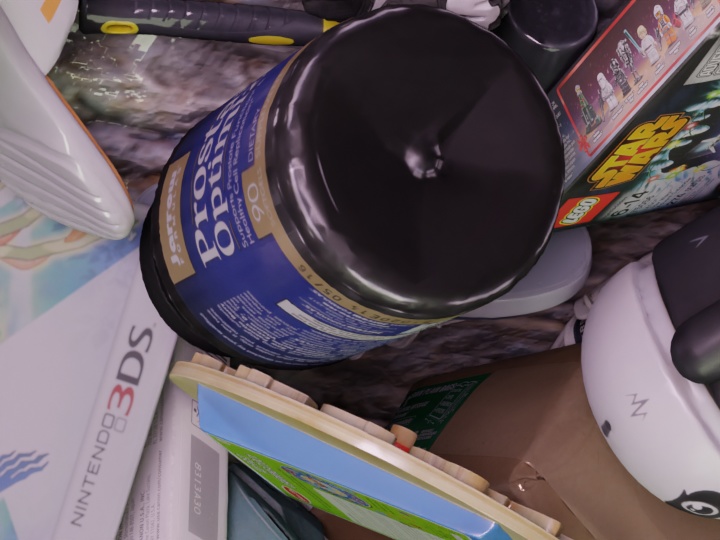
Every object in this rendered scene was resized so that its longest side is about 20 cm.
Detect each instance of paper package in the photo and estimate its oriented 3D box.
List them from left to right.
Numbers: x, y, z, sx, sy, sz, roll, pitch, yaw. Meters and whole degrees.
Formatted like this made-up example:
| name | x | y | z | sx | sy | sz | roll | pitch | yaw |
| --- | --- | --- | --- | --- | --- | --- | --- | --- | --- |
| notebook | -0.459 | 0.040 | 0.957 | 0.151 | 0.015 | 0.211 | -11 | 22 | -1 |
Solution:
| name | x | y | z | sx | sy | sz | roll | pitch | yaw |
| --- | --- | --- | --- | --- | --- | --- | --- | --- | --- |
| paper package | 0.104 | 0.137 | 1.142 | 0.191 | 0.103 | 0.200 | 49 | 153 | -12 |

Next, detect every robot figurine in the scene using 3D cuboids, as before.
| name | x | y | z | sx | sy | sz | roll | pitch | yaw |
| --- | --- | --- | --- | --- | --- | --- | --- | --- | --- |
| robot figurine | 0.190 | 0.023 | 0.987 | 0.200 | 0.125 | 0.150 | -31 | 124 | 16 |

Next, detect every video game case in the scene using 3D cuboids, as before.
| name | x | y | z | sx | sy | sz | roll | pitch | yaw |
| --- | --- | --- | --- | --- | --- | --- | --- | --- | --- |
| video game case | -0.176 | 0.036 | 0.946 | 0.200 | 0.182 | 0.022 | 20 | 170 | -22 |

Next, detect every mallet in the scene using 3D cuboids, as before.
| name | x | y | z | sx | sy | sz | roll | pitch | yaw |
| --- | --- | --- | --- | --- | --- | --- | --- | --- | --- |
| mallet | -0.009 | -0.088 | 0.931 | 0.200 | 0.041 | 0.066 | 1 | 153 | -2 |

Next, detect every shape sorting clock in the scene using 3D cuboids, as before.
| name | x | y | z | sx | sy | sz | roll | pitch | yaw |
| --- | --- | --- | --- | --- | --- | --- | --- | --- | --- |
| shape sorting clock | 0.011 | 0.084 | 0.987 | 0.200 | 0.039 | 0.200 | 22 | 170 | 4 |

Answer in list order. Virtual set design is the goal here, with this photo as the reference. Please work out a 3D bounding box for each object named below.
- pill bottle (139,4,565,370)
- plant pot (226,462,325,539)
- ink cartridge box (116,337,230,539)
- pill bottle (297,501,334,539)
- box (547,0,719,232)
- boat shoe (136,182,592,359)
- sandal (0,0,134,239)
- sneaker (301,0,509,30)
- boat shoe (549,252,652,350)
| name | x | y | z | sx | sy | sz | roll | pitch | yaw |
| --- | --- | --- | --- | --- | --- | --- | --- | --- | --- |
| pill bottle | -0.014 | -0.022 | 0.898 | 0.112 | 0.112 | 0.200 | 7 | 167 | -22 |
| plant pot | -0.075 | 0.208 | 1.108 | 0.196 | 0.200 | 0.200 | -47 | 142 | 2 |
| ink cartridge box | -0.152 | 0.094 | 1.094 | 0.200 | 0.161 | 0.050 | -23 | 140 | 27 |
| pill bottle | 0.038 | 0.152 | 1.284 | 0.200 | 0.112 | 0.112 | 10 | 147 | -26 |
| box | 0.153 | -0.086 | 0.913 | 0.137 | 0.040 | 0.200 | -11 | 157 | -31 |
| boat shoe | -0.001 | 0.004 | 1.052 | 0.202 | 0.075 | 0.086 | -1 | 151 | -2 |
| sandal | -0.133 | -0.092 | 0.866 | 0.079 | 0.059 | 0.207 | 15 | 152 | 33 |
| sneaker | 0.003 | -0.140 | 0.802 | 0.090 | 0.067 | 0.200 | -9 | 153 | 0 |
| boat shoe | 0.130 | 0.032 | 1.136 | 0.066 | 0.072 | 0.200 | 1 | 157 | -17 |
